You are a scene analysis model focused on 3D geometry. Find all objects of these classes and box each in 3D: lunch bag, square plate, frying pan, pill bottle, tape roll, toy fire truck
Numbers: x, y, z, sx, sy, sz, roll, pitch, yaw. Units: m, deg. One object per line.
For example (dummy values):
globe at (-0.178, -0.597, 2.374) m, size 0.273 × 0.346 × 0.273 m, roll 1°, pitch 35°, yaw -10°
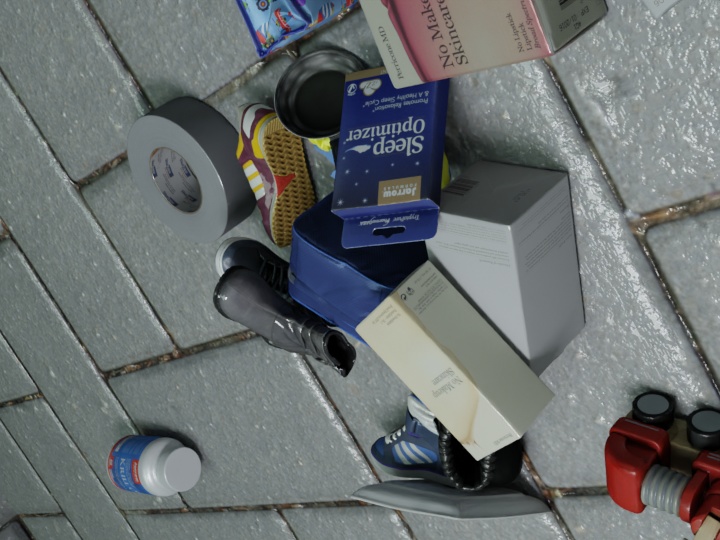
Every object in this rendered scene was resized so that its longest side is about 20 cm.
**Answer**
lunch bag at (0.000, 0.000, 1.311) m, size 0.200 × 0.136 × 0.133 m, roll 32°, pitch 138°, yaw 25°
lunch bag at (-0.083, -0.350, 1.099) m, size 0.094 × 0.150 × 0.200 m, roll -19°, pitch 106°, yaw 50°
square plate at (0.122, 0.304, 1.423) m, size 0.199 × 0.198 × 0.029 m, roll 0°, pitch 84°, yaw 46°
frying pan at (-0.021, -0.176, 1.213) m, size 0.190 × 0.115 × 0.031 m, roll 50°, pitch 180°, yaw 22°
pill bottle at (-0.396, 0.376, 2.044) m, size 0.200 × 0.112 × 0.113 m, roll -8°, pitch 114°, yaw 48°
tape roll at (-0.239, -0.141, 1.500) m, size 0.200 × 0.066 × 0.201 m, roll 26°, pitch 136°, yaw 28°
toy fire truck at (0.331, 0.252, 1.125) m, size 0.176 × 0.200 × 0.129 m, roll 16°, pitch 130°, yaw 37°

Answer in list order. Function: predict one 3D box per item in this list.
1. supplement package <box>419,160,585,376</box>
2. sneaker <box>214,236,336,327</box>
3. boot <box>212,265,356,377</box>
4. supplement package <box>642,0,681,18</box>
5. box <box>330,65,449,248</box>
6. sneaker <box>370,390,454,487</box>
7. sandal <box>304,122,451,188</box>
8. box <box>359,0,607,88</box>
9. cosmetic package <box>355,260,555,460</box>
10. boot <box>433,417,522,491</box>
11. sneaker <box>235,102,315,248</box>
supplement package at (0.158, 0.000, 1.162) m, size 0.119 × 0.121 × 0.201 m, roll 13°, pitch 128°, yaw 39°
sneaker at (-0.085, 0.016, 1.409) m, size 0.146 × 0.077 × 0.202 m, roll 9°, pitch 165°, yaw 43°
boot at (-0.085, 0.063, 1.313) m, size 0.131 × 0.070 × 0.200 m, roll 21°, pitch 170°, yaw 33°
supplement package at (0.236, -0.324, 0.822) m, size 0.200 × 0.117 × 0.117 m, roll 53°, pitch 143°, yaw -2°
box at (0.032, -0.127, 1.134) m, size 0.121 × 0.201 × 0.032 m, roll -5°, pitch 161°, yaw 31°
sneaker at (0.080, 0.209, 1.457) m, size 0.200 × 0.080 × 0.147 m, roll 5°, pitch 115°, yaw 47°
sandal at (0.025, -0.127, 1.242) m, size 0.200 × 0.079 × 0.087 m, roll 28°, pitch 148°, yaw 35°
box at (0.110, -0.263, 1.007) m, size 0.200 × 0.109 × 0.128 m, roll -3°, pitch 118°, yaw 46°
cosmetic package at (0.100, 0.098, 1.143) m, size 0.200 × 0.073 × 0.104 m, roll 47°, pitch 147°, yaw 4°
boot at (0.145, 0.221, 1.290) m, size 0.079 × 0.158 × 0.211 m, roll -29°, pitch 115°, yaw 9°
sneaker at (-0.116, -0.127, 1.391) m, size 0.090 × 0.075 × 0.201 m, roll 36°, pitch 141°, yaw 42°
